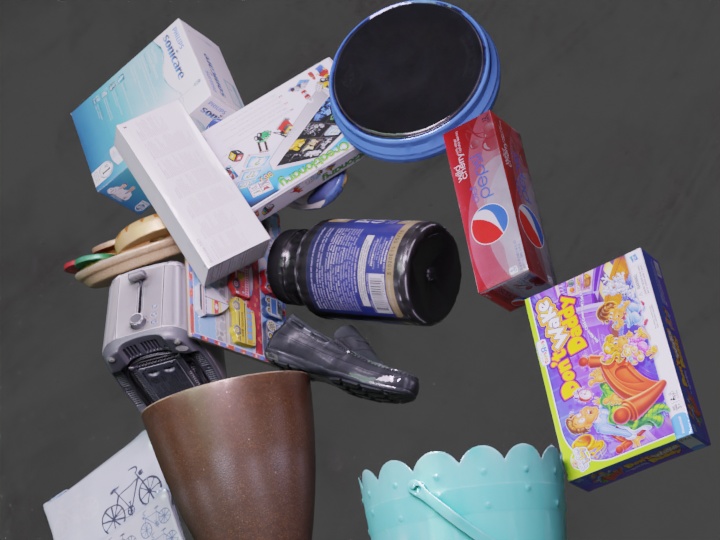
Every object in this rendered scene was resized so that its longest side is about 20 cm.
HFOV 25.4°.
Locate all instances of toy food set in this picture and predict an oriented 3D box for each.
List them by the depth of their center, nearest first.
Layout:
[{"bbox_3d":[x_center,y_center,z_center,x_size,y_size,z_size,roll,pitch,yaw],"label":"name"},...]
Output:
[{"bbox_3d":[-0.249,-0.026,1.878,0.197,0.200,0.049,-20,87,28],"label":"toy food set"}]

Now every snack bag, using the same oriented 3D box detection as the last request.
[{"bbox_3d":[-0.288,0.307,1.873,0.188,0.021,0.201,-37,53,19],"label":"snack bag"}]

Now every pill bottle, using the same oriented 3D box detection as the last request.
[{"bbox_3d":[0.000,0.000,1.732,0.199,0.112,0.112,3,73,37],"label":"pill bottle"}]

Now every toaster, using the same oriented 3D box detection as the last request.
[{"bbox_3d":[-0.217,0.083,1.824,0.113,0.200,0.130,-15,49,11],"label":"toaster"}]

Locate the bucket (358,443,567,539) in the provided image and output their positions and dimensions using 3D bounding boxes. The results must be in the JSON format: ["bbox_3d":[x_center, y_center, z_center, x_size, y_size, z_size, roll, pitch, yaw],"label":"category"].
[{"bbox_3d":[0.103,0.248,1.496,0.206,0.207,0.135,-17,71,30],"label":"bucket"}]

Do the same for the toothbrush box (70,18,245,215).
[{"bbox_3d":[-0.255,-0.194,2.020,0.200,0.085,0.147,-39,52,17],"label":"toothbrush box"}]

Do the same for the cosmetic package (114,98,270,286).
[{"bbox_3d":[-0.188,-0.087,1.761,0.082,0.051,0.200,-25,72,-25],"label":"cosmetic package"}]

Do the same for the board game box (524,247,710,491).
[{"bbox_3d":[0.247,0.097,1.552,0.134,0.045,0.201,-26,58,25],"label":"board game box"}]

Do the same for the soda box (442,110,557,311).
[{"bbox_3d":[0.146,-0.063,1.678,0.063,0.070,0.201,-26,57,26],"label":"soda box"}]

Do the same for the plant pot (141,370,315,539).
[{"bbox_3d":[-0.123,0.230,1.698,0.186,0.187,0.201,-21,74,28],"label":"plant pot"}]

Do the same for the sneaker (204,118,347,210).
[{"bbox_3d":[-0.107,-0.128,1.882,0.199,0.088,0.076,17,80,38],"label":"sneaker"}]

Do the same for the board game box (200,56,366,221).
[{"bbox_3d":[-0.082,-0.149,1.831,0.200,0.035,0.126,-32,64,-14],"label":"board game box"}]

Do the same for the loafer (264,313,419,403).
[{"bbox_3d":[-0.017,0.093,1.733,0.200,0.068,0.071,15,74,37],"label":"loafer"}]

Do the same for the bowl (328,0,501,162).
[{"bbox_3d":[0.057,-0.218,1.793,0.200,0.039,0.202,-8,62,15],"label":"bowl"}]

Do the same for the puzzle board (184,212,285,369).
[{"bbox_3d":[-0.139,0.002,1.808,0.017,0.150,0.201,-25,57,34],"label":"puzzle board"}]
